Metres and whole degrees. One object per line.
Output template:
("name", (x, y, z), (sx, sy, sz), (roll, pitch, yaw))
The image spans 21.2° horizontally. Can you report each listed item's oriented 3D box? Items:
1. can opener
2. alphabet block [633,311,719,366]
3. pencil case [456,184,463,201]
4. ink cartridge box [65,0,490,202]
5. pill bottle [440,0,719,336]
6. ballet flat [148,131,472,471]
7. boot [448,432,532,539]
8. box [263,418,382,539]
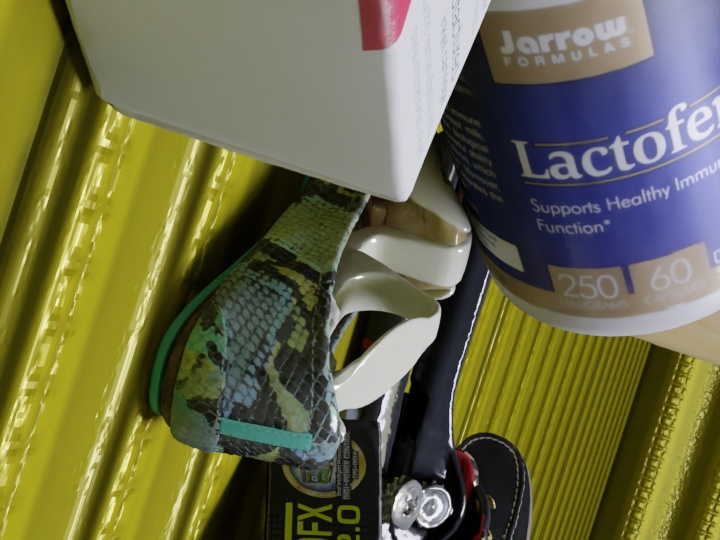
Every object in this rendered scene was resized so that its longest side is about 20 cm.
("can opener", (0.021, 0.038, 0.834), (0.063, 0.078, 0.202), (5, 103, -37))
("alphabet block", (0.264, -0.061, 1.395), (0.195, 0.199, 0.198), (-51, 157, -59))
("pencil case", (0.115, -0.084, 0.973), (0.093, 0.085, 0.201), (55, 49, -39))
("ink cartridge box", (0.006, -0.142, 0.421), (0.145, 0.083, 0.201), (81, 30, -64))
("pill bottle", (0.073, -0.087, 0.619), (0.116, 0.115, 0.201), (-61, 142, -40))
("ballet flat", (0.000, 0.000, 0.635), (0.200, 0.074, 0.075), (-58, 161, -49))
("boot", (0.045, 0.143, 1.036), (0.201, 0.073, 0.151), (-57, 162, -33))
("box", (-0.020, 0.180, 0.734), (0.201, 0.044, 0.161), (96, -4, -46))
